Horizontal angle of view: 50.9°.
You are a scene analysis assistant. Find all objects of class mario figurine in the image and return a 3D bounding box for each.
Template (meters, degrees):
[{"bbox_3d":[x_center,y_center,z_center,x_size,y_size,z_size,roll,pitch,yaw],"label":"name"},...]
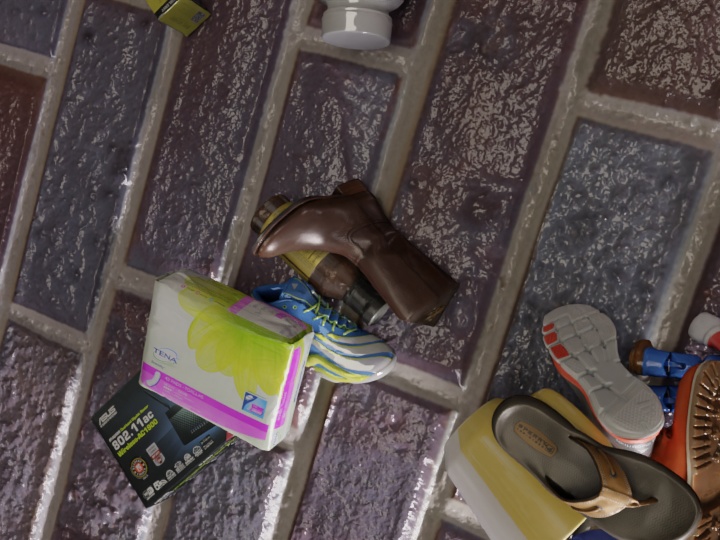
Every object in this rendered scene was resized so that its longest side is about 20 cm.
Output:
[{"bbox_3d":[0.387,0.120,0.779,0.199,0.106,0.124,3,128,31],"label":"mario figurine"}]

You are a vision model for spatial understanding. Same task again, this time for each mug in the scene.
[{"bbox_3d":[0.183,0.208,0.814,0.153,0.149,0.187,46,107,23],"label":"mug"}]

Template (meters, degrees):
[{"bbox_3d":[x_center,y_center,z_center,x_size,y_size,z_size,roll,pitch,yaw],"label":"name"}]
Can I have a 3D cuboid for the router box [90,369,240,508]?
[{"bbox_3d":[-0.247,0.197,1.013,0.200,0.062,0.150,-42,76,16],"label":"router box"}]

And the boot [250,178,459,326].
[{"bbox_3d":[0.000,0.000,0.869,0.200,0.186,0.064,50,148,12],"label":"boot"}]

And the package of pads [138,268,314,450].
[{"bbox_3d":[-0.163,0.099,0.897,0.199,0.068,0.155,22,112,17],"label":"package of pads"}]

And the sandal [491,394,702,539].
[{"bbox_3d":[0.206,0.182,0.689,0.200,0.055,0.082,34,101,20],"label":"sandal"}]

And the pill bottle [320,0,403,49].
[{"bbox_3d":[0.003,-0.369,0.883,0.111,0.111,0.201,6,93,20],"label":"pill bottle"}]

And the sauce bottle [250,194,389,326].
[{"bbox_3d":[-0.048,-0.010,0.935,0.200,0.065,0.065,43,105,14],"label":"sauce bottle"}]

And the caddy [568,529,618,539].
[{"bbox_3d":[0.287,0.351,0.789,0.199,0.105,0.142,-9,87,21],"label":"caddy"}]

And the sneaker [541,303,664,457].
[{"bbox_3d":[0.244,0.118,0.790,0.077,0.200,0.082,-14,128,1],"label":"sneaker"}]

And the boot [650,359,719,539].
[{"bbox_3d":[0.310,0.176,0.746,0.107,0.075,0.201,23,115,60],"label":"boot"}]

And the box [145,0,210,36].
[{"bbox_3d":[-0.283,-0.413,1.012,0.050,0.075,0.200,-37,77,15],"label":"box"}]

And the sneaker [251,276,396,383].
[{"bbox_3d":[-0.054,0.069,0.911,0.199,0.076,0.105,11,135,21],"label":"sneaker"}]
